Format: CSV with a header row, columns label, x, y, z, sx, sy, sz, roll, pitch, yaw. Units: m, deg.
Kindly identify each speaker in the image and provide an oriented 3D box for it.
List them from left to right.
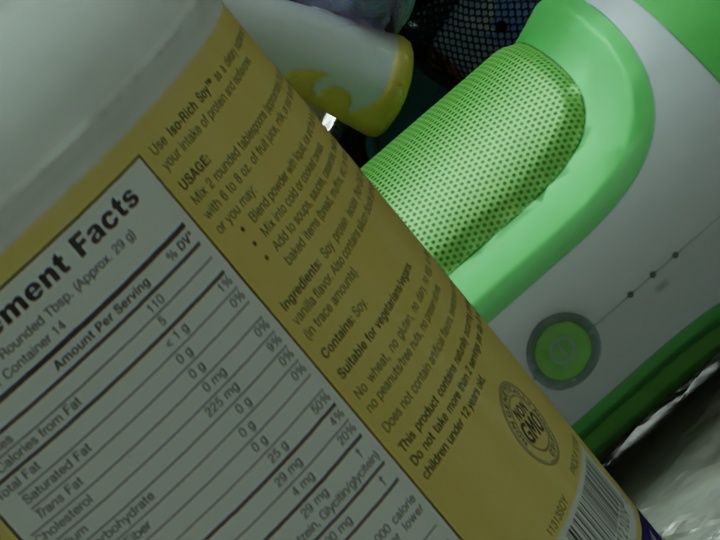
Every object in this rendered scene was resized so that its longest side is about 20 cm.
label,x,y,z,sx,sy,sz,roll,pitch,yaw
speaker,0.010,0.022,0.636,0.200,0.088,0.088,-41,12,-4

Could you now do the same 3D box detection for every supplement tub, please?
label,x,y,z,sx,sy,sz,roll,pitch,yaw
supplement tub,-0.052,0.033,0.507,0.145,0.200,0.145,-38,12,10

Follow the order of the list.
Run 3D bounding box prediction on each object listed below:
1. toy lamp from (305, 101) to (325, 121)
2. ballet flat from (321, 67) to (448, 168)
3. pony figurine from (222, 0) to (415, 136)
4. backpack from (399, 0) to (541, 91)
label,x,y,z,sx,sy,sz,roll,pitch,yaw
toy lamp,-0.008,-0.065,0.922,0.200,0.058,0.058,-56,7,18
ballet flat,0.000,0.000,0.825,0.074,0.074,0.200,-32,13,34
pony figurine,-0.093,-0.066,0.658,0.193,0.200,0.167,122,161,-45
backpack,0.090,-0.135,0.735,0.191,0.154,0.200,-48,5,40
